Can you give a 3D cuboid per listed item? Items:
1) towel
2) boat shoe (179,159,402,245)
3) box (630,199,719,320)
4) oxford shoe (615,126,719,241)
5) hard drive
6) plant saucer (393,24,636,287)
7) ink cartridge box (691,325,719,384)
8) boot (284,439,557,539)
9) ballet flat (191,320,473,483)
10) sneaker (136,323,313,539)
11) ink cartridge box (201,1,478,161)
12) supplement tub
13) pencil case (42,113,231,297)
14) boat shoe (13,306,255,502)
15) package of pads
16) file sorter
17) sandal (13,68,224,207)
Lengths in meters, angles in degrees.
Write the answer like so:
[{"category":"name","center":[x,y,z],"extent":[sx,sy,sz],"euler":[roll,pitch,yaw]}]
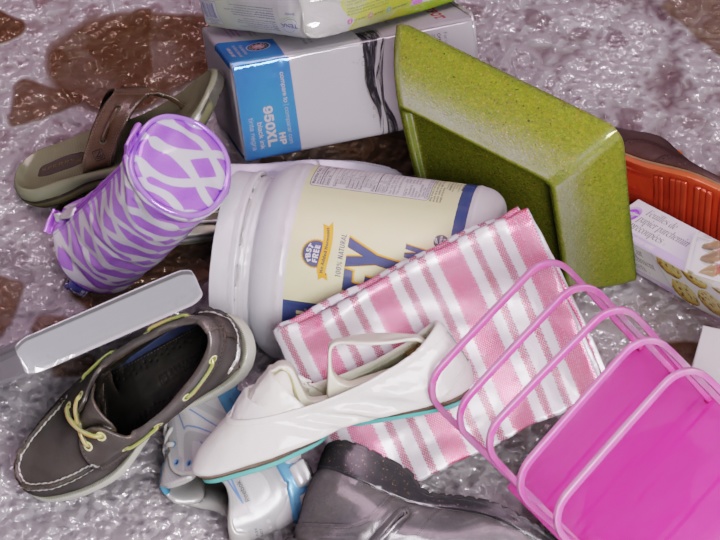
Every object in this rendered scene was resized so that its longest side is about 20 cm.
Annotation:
[{"category":"towel","center":[0.056,0.061,1.425],"extent":[0.199,0.147,0.030],"euler":[-26,11,5]},{"category":"boat shoe","center":[-0.065,-0.051,1.630],"extent":[0.198,0.072,0.063],"euler":[-2,83,-2]},{"category":"box","center":[0.250,0.000,1.528],"extent":[0.039,0.042,0.200],"euler":[-34,31,-13]},{"category":"oxford shoe","center":[0.247,-0.072,1.632],"extent":[0.199,0.072,0.073],"euler":[24,46,23]},{"category":"hard drive","center":[-0.197,0.044,1.462],"extent":[0.131,0.200,0.026],"euler":[-24,91,-20]},{"category":"plant saucer","center":[0.106,-0.071,1.552],"extent":[0.199,0.200,0.048],"euler":[29,66,26]},{"category":"ink cartridge box","center":[0.317,0.119,1.414],"extent":[0.199,0.117,0.068],"euler":[13,48,12]},{"category":"boot","center":[0.037,0.210,1.377],"extent":[0.199,0.070,0.132],"euler":[21,65,9]},{"category":"ballet flat","center":[-0.025,0.081,1.387],"extent":[0.199,0.070,0.070],"euler":[-18,47,1]},{"category":"sneaker","center":[-0.115,0.115,1.460],"extent":[0.086,0.075,0.200],"euler":[-32,53,-19]},{"category":"ink cartridge box","center":[-0.015,-0.161,1.676],"extent":[0.199,0.085,0.145],"euler":[-12,20,-10]},{"category":"supplement tub","center":[0.000,0.000,1.514],"extent":[0.198,0.146,0.146],"euler":[7,47,9]},{"category":"pencil case","center":[-0.165,-0.048,1.531],"extent":[0.085,0.200,0.084],"euler":[36,59,-13]},{"category":"boat shoe","center":[-0.166,0.091,1.426],"extent":[0.201,0.061,0.072],"euler":[-36,71,14]},{"category":"package of pads","center":[-0.011,-0.238,1.662],"extent":[0.199,0.069,0.154],"euler":[-21,21,-33]},{"category":"file sorter","center":[0.150,0.099,1.299],"extent":[0.139,0.125,0.200],"euler":[-47,29,0]},{"category":"sandal","center":[-0.195,-0.108,1.629],"extent":[0.200,0.057,0.080],"euler":[-22,33,19]}]
